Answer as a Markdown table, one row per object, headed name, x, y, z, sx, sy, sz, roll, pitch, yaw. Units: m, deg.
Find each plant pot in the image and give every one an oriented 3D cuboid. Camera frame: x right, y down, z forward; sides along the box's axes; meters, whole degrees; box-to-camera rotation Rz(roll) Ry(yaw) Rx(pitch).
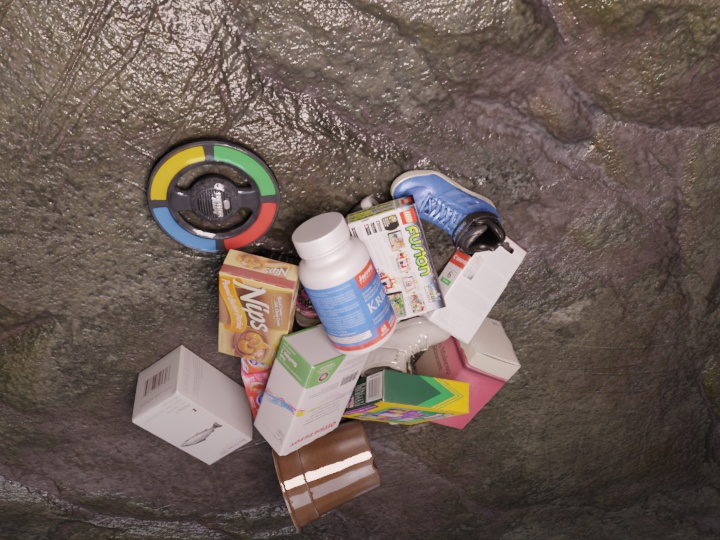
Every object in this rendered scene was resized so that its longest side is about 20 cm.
| name | x | y | z | sx | sy | sz | roll | pitch | yaw |
| --- | --- | --- | --- | --- | --- | --- | --- | --- | --- |
| plant pot | -0.069 | 0.419 | 1.304 | 0.197 | 0.201 | 0.201 | -19 | 131 | -5 |

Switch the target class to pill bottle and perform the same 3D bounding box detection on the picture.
| name | x | y | z | sx | sy | sz | roll | pitch | yaw |
| --- | --- | --- | --- | --- | --- | --- | --- | --- | --- |
| pill bottle | -0.027 | 0.019 | 0.917 | 0.111 | 0.113 | 0.201 | -21 | 119 | 6 |

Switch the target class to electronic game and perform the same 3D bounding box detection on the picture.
| name | x | y | z | sx | sy | sz | roll | pitch | yaw |
| --- | --- | --- | --- | --- | --- | --- | --- | --- | --- |
| electronic game | -0.222 | -0.109 | 0.926 | 0.198 | 0.042 | 0.201 | -6 | 129 | -7 |

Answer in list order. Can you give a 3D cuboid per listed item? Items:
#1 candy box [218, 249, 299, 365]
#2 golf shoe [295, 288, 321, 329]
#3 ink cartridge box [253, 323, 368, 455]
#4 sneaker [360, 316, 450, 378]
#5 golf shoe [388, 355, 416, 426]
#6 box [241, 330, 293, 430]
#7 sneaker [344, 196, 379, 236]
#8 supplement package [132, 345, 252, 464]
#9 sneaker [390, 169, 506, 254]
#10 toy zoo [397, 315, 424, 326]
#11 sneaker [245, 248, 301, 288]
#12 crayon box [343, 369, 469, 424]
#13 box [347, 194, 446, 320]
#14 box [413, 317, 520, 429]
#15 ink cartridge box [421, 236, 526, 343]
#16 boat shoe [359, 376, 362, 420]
| name | x | y | z | sx | sy | sz | roll | pitch | yaw |
| --- | --- | --- | --- | --- | --- | --- | --- | --- | --- |
| candy box | -0.165 | 0.066 | 0.975 | 0.114 | 0.056 | 0.201 | 13 | 134 | -1 |
| golf shoe | -0.019 | 0.074 | 1.100 | 0.198 | 0.073 | 0.093 | 0 | 137 | 4 |
| ink cartridge box | -0.082 | 0.195 | 1.030 | 0.144 | 0.084 | 0.201 | -14 | 134 | -47 |
| sneaker | 0.086 | 0.153 | 1.128 | 0.198 | 0.116 | 0.074 | -11 | 129 | -5 |
| golf shoe | 0.060 | 0.243 | 1.251 | 0.087 | 0.077 | 0.201 | -1 | 127 | -7 |
| box | -0.162 | 0.211 | 1.153 | 0.099 | 0.096 | 0.201 | -8 | 137 | -5 |
| sneaker | 0.034 | -0.027 | 1.030 | 0.112 | 0.073 | 0.200 | -36 | 118 | 19 |
| supplement package | -0.314 | 0.260 | 1.160 | 0.116 | 0.118 | 0.200 | -33 | 128 | 15 |
| sneaker | 0.146 | -0.088 | 0.971 | 0.199 | 0.112 | 0.077 | 19 | 124 | -24 |
| toy zoo | 0.048 | 0.099 | 1.164 | 0.200 | 0.021 | 0.131 | -38 | 126 | 19 |
| sneaker | -0.168 | 0.034 | 1.039 | 0.114 | 0.077 | 0.200 | 26 | 139 | -4 |
| crayon box | 0.070 | 0.232 | 1.094 | 0.171 | 0.059 | 0.200 | 12 | 157 | -24 |
| box | 0.061 | -0.012 | 0.976 | 0.109 | 0.035 | 0.201 | -16 | 121 | 7 |
| box | 0.199 | 0.196 | 1.204 | 0.108 | 0.128 | 0.201 | 19 | 122 | -24 |
| ink cartridge box | 0.202 | 0.021 | 1.100 | 0.109 | 0.050 | 0.201 | 31 | 93 | -31 |
| boat shoe | -0.019 | 0.240 | 1.233 | 0.072 | 0.076 | 0.200 | -39 | 127 | 18 |
